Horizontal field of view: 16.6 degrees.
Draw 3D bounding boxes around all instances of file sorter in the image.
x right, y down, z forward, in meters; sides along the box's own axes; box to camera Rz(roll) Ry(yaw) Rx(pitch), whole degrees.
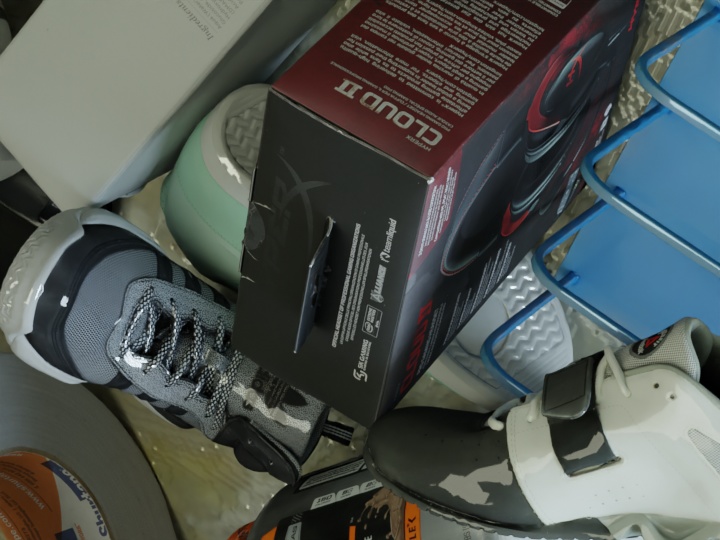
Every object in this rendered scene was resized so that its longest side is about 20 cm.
[{"bbox_3d":[0.157,-0.021,0.972,0.139,0.123,0.201,34,120,13],"label":"file sorter"}]

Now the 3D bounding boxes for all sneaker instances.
[{"bbox_3d":[0.098,0.055,0.919,0.199,0.074,0.089,6,111,16],"label":"sneaker"},{"bbox_3d":[-0.070,0.036,1.078,0.113,0.200,0.076,23,85,27],"label":"sneaker"},{"bbox_3d":[0.000,-0.001,1.109,0.200,0.074,0.118,39,156,-9],"label":"sneaker"}]

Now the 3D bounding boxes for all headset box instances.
[{"bbox_3d":[0.028,-0.046,0.965,0.075,0.200,0.149,30,140,16],"label":"headset box"}]

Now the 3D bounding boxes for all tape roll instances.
[{"bbox_3d":[-0.173,0.143,1.163,0.066,0.200,0.201,-22,96,32],"label":"tape roll"}]

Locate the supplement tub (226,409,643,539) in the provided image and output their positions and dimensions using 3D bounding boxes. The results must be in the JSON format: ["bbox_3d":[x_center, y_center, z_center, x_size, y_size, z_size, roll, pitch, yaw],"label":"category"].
[{"bbox_3d":[0.031,0.135,1.086,0.200,0.122,0.123,-23,95,43],"label":"supplement tub"}]

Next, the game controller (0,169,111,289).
[{"bbox_3d":[-0.211,-0.052,1.218,0.200,0.042,0.105,33,134,16],"label":"game controller"}]

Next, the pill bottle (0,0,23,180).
[{"bbox_3d":[-0.226,-0.130,1.128,0.116,0.116,0.201,-21,86,32],"label":"pill bottle"}]

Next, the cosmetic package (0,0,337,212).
[{"bbox_3d":[-0.069,-0.121,1.067,0.081,0.113,0.200,49,121,4],"label":"cosmetic package"}]
